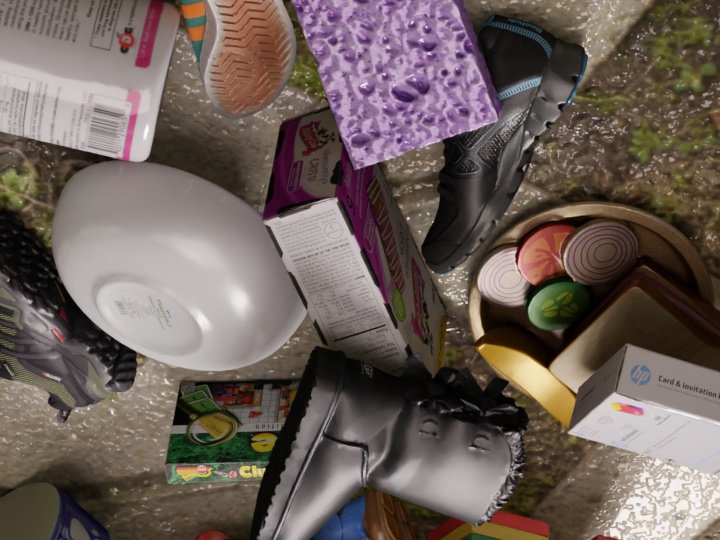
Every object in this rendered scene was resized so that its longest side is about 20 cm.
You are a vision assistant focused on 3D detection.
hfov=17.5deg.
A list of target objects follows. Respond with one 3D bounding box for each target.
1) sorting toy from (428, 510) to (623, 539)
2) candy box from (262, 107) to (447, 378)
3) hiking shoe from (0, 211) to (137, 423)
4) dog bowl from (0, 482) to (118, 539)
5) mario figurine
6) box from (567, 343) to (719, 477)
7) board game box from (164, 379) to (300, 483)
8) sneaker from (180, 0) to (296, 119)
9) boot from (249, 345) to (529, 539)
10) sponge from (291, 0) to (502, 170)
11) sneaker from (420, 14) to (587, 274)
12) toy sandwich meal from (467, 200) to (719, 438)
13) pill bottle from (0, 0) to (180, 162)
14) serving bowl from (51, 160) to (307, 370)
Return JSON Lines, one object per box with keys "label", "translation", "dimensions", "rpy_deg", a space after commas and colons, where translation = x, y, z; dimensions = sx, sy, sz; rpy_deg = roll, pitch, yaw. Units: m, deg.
{"label": "sorting toy", "translation": [0.113, 0.256, 1.830], "dimensions": [0.199, 0.070, 0.199], "rpy_deg": [15, 149, -23]}
{"label": "candy box", "translation": [0.000, 0.000, 1.683], "dimensions": [0.061, 0.137, 0.200], "rpy_deg": [-16, 121, 15]}
{"label": "hiking shoe", "translation": [-0.264, 0.037, 1.757], "dimensions": [0.101, 0.076, 0.200], "rpy_deg": [-33, 110, 26]}
{"label": "dog bowl", "translation": [-0.279, 0.265, 1.830], "dimensions": [0.200, 0.200, 0.079], "rpy_deg": [-35, 113, 22]}
{"label": "mario figurine", "translation": [-0.052, 0.250, 1.864], "dimensions": [0.199, 0.106, 0.124], "rpy_deg": [-22, 120, 14]}
{"label": "box", "translation": [0.260, 0.113, 1.658], "dimensions": [0.199, 0.041, 0.156], "rpy_deg": [15, 165, -3]}
{"label": "board game box", "translation": [-0.044, 0.120, 1.780], "dimensions": [0.199, 0.105, 0.024], "rpy_deg": [-2, 126, 4]}
{"label": "sneaker", "translation": [-0.092, -0.195, 1.613], "dimensions": [0.071, 0.080, 0.200], "rpy_deg": [-18, 141, -11]}
{"label": "boot", "translation": [0.019, 0.145, 1.656], "dimensions": [0.162, 0.073, 0.199], "rpy_deg": [16, 123, -10]}
{"label": "sponge", "translation": [0.013, -0.180, 1.598], "dimensions": [0.111, 0.030, 0.201], "rpy_deg": [-17, 104, 17]}
{"label": "sneaker", "translation": [0.086, -0.090, 1.669], "dimensions": [0.082, 0.073, 0.200], "rpy_deg": [28, 113, 0]}
{"label": "toy sandwich meal", "translation": [0.176, 0.043, 1.738], "dimensions": [0.204, 0.070, 0.206], "rpy_deg": [2, 122, 2]}
{"label": "pill bottle", "translation": [-0.232, -0.150, 1.615], "dimensions": [0.199, 0.114, 0.114], "rpy_deg": [13, 122, -5]}
{"label": "serving bowl", "translation": [-0.140, 0.011, 1.691], "dimensions": [0.199, 0.066, 0.200], "rpy_deg": [18, 146, 12]}
